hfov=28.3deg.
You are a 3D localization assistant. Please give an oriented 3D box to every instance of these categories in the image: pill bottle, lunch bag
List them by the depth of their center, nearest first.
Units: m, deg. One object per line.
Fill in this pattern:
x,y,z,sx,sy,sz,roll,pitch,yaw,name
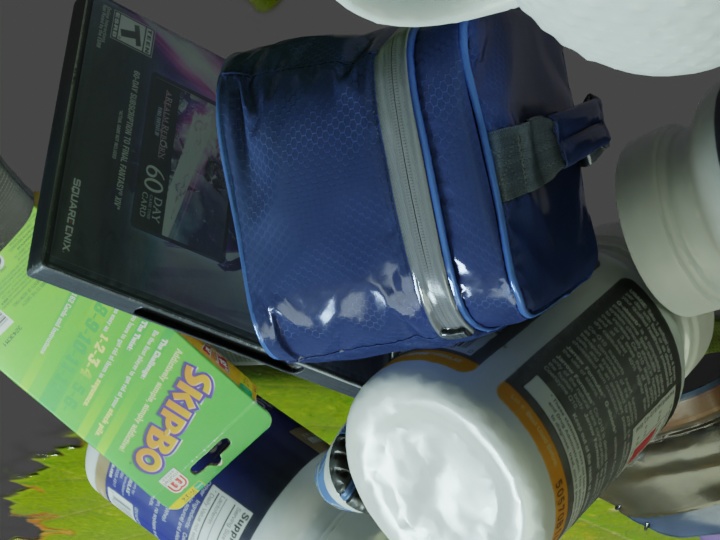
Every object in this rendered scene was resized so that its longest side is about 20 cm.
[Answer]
0.039,-0.043,0.628,0.131,0.138,0.200,-8,-173,22,lunch bag
0.225,-0.050,0.664,0.199,0.117,0.115,-22,144,38,pill bottle
0.092,0.058,0.716,0.199,0.117,0.116,-33,-179,-43,pill bottle
-0.076,0.150,0.956,0.199,0.116,0.116,32,158,18,pill bottle

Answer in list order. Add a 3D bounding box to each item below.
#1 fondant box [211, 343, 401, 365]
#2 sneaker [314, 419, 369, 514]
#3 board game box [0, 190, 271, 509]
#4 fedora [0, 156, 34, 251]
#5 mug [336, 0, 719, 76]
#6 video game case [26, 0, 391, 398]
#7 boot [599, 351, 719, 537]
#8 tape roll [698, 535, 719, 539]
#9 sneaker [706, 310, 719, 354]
0.000,0.000,0.838,0.197,0.059,0.145,-1,152,8,fondant box
0.057,0.079,0.814,0.198,0.077,0.077,-20,173,-25,sneaker
-0.152,0.053,0.860,0.095,0.030,0.200,-42,106,15,board game box
-0.220,-0.049,0.697,0.090,0.178,0.200,-35,180,-17,fedora
0.072,-0.139,0.466,0.198,0.149,0.176,-18,153,9,mug
-0.060,-0.031,0.691,0.198,0.145,0.019,23,148,-34,video game case
0.150,0.126,0.848,0.198,0.075,0.098,-23,100,34,boot
0.306,0.119,0.905,0.198,0.066,0.202,-24,136,-25,tape roll
0.242,0.085,0.941,0.199,0.091,0.078,25,146,-34,sneaker
